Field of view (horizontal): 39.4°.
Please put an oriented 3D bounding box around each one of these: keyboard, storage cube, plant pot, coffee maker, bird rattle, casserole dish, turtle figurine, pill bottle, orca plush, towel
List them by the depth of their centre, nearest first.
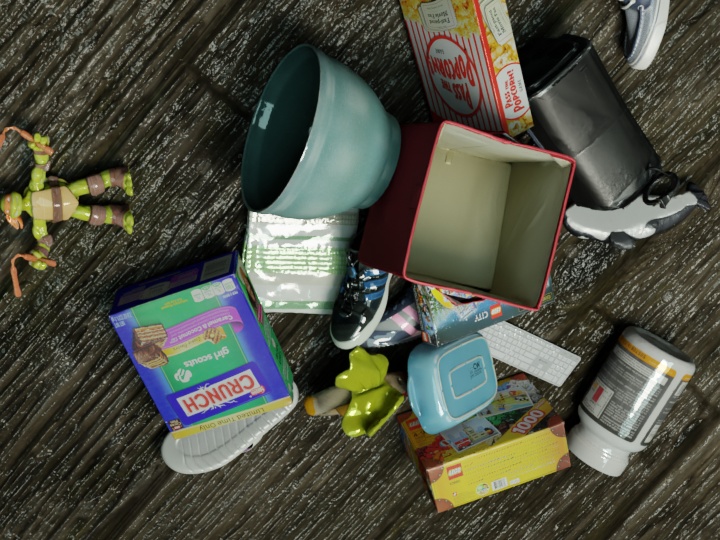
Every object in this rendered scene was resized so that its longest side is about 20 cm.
[{"bbox_3d":[0.115,-0.064,1.166,0.171,0.180,0.200,13,92,-18],"label":"storage cube"},{"bbox_3d":[-0.037,-0.145,1.175,0.134,0.200,0.201,16,107,-26],"label":"plant pot"},{"bbox_3d":[-0.353,-0.072,1.190,0.161,0.064,0.200,-4,104,-22],"label":"turtle figurine"},{"bbox_3d":[0.281,-0.184,1.243,0.200,0.192,0.135,48,65,-28],"label":"coffee maker"},{"bbox_3d":[-0.079,-0.041,1.300,0.149,0.031,0.200,2,109,-18],"label":"towel"},{"bbox_3d":[0.129,0.144,1.343,0.039,0.200,0.121,-11,93,34],"label":"casserole dish"},{"bbox_3d":[0.015,0.156,1.354,0.163,0.200,0.113,-20,85,29],"label":"bird rattle"},{"bbox_3d":[0.373,-0.078,1.397,0.200,0.071,0.105,-23,71,-9],"label":"orca plush"},{"bbox_3d":[0.227,0.112,1.451,0.200,0.011,0.056,25,104,-22],"label":"keyboard"},{"bbox_3d":[0.389,0.191,1.469,0.116,0.116,0.200,23,104,-22],"label":"pill bottle"}]

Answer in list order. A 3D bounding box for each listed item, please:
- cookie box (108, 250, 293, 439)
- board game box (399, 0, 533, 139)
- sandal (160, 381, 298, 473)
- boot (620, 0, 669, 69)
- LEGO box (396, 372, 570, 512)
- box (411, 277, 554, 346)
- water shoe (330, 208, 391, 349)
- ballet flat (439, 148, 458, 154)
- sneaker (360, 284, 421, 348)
[{"bbox_3d":[-0.196,0.098,1.278,0.171,0.075,0.200,-18,116,8],"label":"cookie box"},{"bbox_3d":[0.121,-0.263,1.187,0.046,0.151,0.200,-29,117,-21],"label":"board game box"},{"bbox_3d":[-0.170,0.215,1.363,0.202,0.083,0.050,-28,159,-4],"label":"sandal"},{"bbox_3d":[0.337,-0.358,1.260,0.090,0.073,0.200,7,102,-10],"label":"boot"},{"bbox_3d":[0.170,0.238,1.411,0.200,0.149,0.077,-18,115,-8],"label":"LEGO box"},{"bbox_3d":[0.159,0.003,1.326,0.200,0.038,0.137,-18,105,-27],"label":"box"},{"bbox_3d":[0.000,0.000,1.286,0.079,0.071,0.200,35,75,-48],"label":"water shoe"},{"bbox_3d":[0.152,-0.139,1.297,0.200,0.074,0.074,16,107,-22],"label":"ballet flat"},{"bbox_3d":[0.067,0.049,1.358,0.200,0.070,0.082,-14,103,-15],"label":"sneaker"}]
